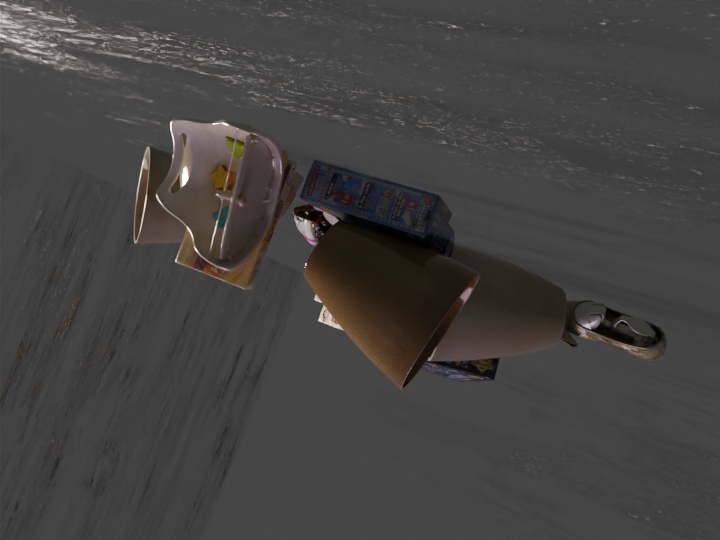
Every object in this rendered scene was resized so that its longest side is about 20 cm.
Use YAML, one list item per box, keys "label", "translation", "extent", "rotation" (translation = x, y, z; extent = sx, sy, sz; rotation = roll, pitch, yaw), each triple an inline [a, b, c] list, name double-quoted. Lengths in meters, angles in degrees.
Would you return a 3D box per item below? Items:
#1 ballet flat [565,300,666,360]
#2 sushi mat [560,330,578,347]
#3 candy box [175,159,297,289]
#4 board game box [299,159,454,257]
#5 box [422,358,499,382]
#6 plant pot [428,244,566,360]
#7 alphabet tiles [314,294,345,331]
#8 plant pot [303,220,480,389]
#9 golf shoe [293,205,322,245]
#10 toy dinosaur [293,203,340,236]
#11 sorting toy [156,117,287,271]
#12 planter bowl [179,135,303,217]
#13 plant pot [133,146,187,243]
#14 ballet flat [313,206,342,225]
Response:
- label: "ballet flat"
  translation: [0.417, 0.089, 1.708]
  extent: [0.199, 0.071, 0.071]
  rotation: [23, 176, 12]
- label: "sushi mat"
  translation: [0.308, 0.070, 1.782]
  extent: [0.095, 0.012, 0.200]
  rotation: [25, -161, -20]
- label: "candy box"
  translation: [-0.182, -0.085, 1.512]
  extent: [0.115, 0.201, 0.055]
  rotation: [21, 180, 5]
- label: "board game box"
  translation: [0.026, -0.085, 1.423]
  extent: [0.199, 0.062, 0.200]
  rotation: [21, 176, 16]
- label: "box"
  translation: [0.119, 0.147, 1.782]
  extent: [0.197, 0.050, 0.200]
  rotation: [16, 172, -8]
- label: "plant pot"
  translation: [0.215, 0.060, 1.609]
  extent: [0.198, 0.189, 0.187]
  rotation: [7, 177, -4]
- label: "alphabet tiles"
  translation: [-0.013, 0.008, 1.839]
  extent: [0.008, 0.202, 0.167]
  rotation: [21, 177, -39]
- label: "plant pot"
  translation: [0.028, 0.027, 1.372]
  extent: [0.199, 0.187, 0.186]
  rotation: [34, 178, 10]
- label: "golf shoe"
  translation: [-0.091, -0.087, 1.923]
  extent: [0.091, 0.073, 0.200]
  rotation: [22, 176, 6]
- label: "toy dinosaur"
  translation: [-0.043, -0.074, 1.721]
  extent: [0.199, 0.103, 0.136]
  rotation: [-11, -138, -41]
- label: "sorting toy"
  translation: [-0.209, -0.130, 1.442]
  extent: [0.179, 0.202, 0.107]
  rotation: [23, -161, 22]
- label: "planter bowl"
  translation: [-0.206, -0.122, 1.635]
  extent: [0.199, 0.136, 0.200]
  rotation: [21, 175, 2]
- label: "plant pot"
  translation: [-0.331, -0.133, 2.006]
  extent: [0.198, 0.189, 0.187]
  rotation: [8, 180, -19]
- label: "ballet flat"
  translation: [-0.015, -0.089, 1.557]
  extent: [0.069, 0.070, 0.200]
  rotation: [19, 175, 32]
